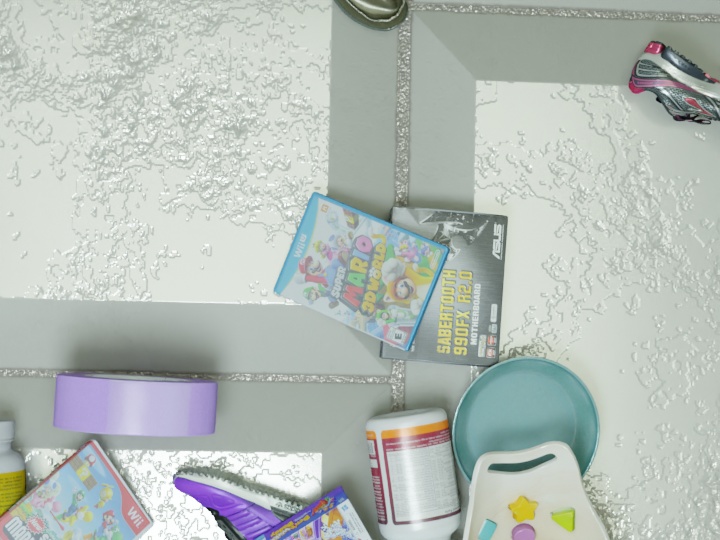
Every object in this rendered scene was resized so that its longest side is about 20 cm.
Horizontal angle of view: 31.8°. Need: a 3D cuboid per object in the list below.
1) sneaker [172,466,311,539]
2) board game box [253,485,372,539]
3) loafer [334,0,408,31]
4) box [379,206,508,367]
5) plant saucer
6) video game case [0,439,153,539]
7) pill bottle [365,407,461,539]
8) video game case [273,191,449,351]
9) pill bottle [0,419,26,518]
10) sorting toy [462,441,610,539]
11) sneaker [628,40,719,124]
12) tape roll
[{"bbox_3d":[-0.157,0.323,1.626,0.198,0.070,0.101,20,88,-2],"label":"sneaker"},{"bbox_3d":[-0.032,0.396,1.613,0.134,0.045,0.201,-31,109,-6],"label":"board game box"},{"bbox_3d":[-0.018,-0.396,1.674,0.200,0.070,0.075,40,85,-1],"label":"loafer"},{"bbox_3d":[0.110,0.022,1.672,0.156,0.048,0.203,5,86,-4],"label":"box"},{"bbox_3d":[0.215,0.210,1.665,0.197,0.036,0.203,-1,96,-5],"label":"plant saucer"},{"bbox_3d":[-0.370,0.330,1.576,0.200,0.017,0.144,-42,110,-30],"label":"video game case"},{"bbox_3d":[0.071,0.284,1.625,0.108,0.110,0.203,-8,88,-5],"label":"pill bottle"},{"bbox_3d":[0.000,0.000,1.645,0.198,0.018,0.144,23,92,15],"label":"video game case"},{"bbox_3d":[-0.476,0.290,1.582,0.111,0.112,0.203,0,87,-4],"label":"pill bottle"},{"bbox_3d":[0.212,0.308,1.608,0.197,0.107,0.182,-7,109,-5],"label":"sorting toy"},{"bbox_3d":[0.455,-0.226,1.702,0.199,0.081,0.075,34,100,6],"label":"sneaker"},{"bbox_3d":[-0.277,0.164,1.560,0.198,0.200,0.067,4,86,-4],"label":"tape roll"}]
